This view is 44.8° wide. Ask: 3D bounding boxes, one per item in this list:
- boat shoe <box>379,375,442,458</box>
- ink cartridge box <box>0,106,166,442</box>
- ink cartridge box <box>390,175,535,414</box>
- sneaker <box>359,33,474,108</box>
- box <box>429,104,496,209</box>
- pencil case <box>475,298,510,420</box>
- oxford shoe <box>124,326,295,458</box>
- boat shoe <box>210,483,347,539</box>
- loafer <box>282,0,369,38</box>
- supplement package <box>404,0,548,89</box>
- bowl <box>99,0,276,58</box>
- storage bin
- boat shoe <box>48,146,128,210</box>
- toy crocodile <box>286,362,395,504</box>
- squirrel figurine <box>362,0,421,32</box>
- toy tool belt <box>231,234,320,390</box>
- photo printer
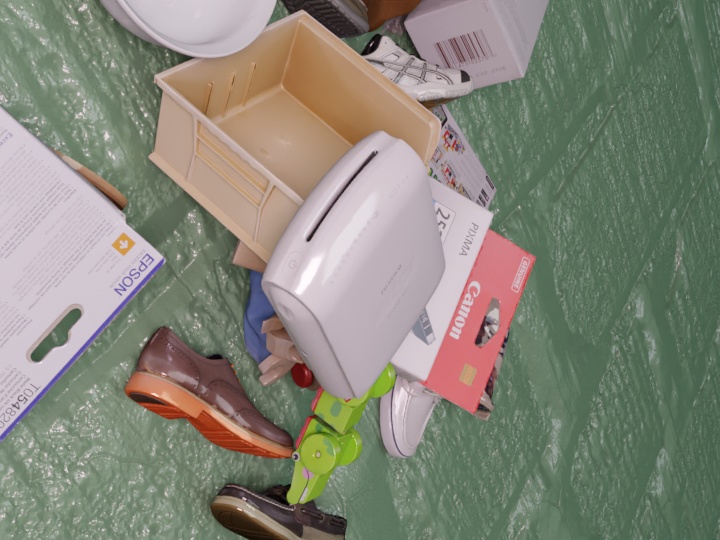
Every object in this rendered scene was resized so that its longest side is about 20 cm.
[{"bbox_3d":[0.078,0.126,1.054,0.072,0.065,0.203,33,66,-44],"label":"boat shoe"},{"bbox_3d":[-0.273,-0.001,0.618,0.200,0.041,0.200,-47,127,-6],"label":"ink cartridge box"},{"bbox_3d":[0.096,0.027,0.942,0.174,0.045,0.202,28,74,-13],"label":"ink cartridge box"},{"bbox_3d":[0.044,-0.225,0.986,0.197,0.075,0.089,-11,89,-31],"label":"sneaker"},{"bbox_3d":[0.099,-0.130,1.103,0.201,0.034,0.111,52,54,-35],"label":"box"},{"bbox_3d":[0.159,0.086,1.138,0.089,0.077,0.203,27,68,-24],"label":"pencil case"},{"bbox_3d":[-0.125,0.121,0.822,0.200,0.070,0.074,41,56,-40],"label":"oxford shoe"},{"bbox_3d":[-0.077,0.247,0.881,0.200,0.072,0.066,49,50,-48],"label":"boat shoe"},{"bbox_3d":[-0.056,-0.312,0.897,0.199,0.074,0.071,32,71,-44],"label":"loafer"},{"bbox_3d":[0.151,-0.330,1.081,0.118,0.115,0.202,54,44,-34],"label":"supplement package"},{"bbox_3d":[-0.169,-0.280,0.756,0.199,0.089,0.205,-1,91,-48],"label":"bowl"},{"bbox_3d":[-0.056,-0.119,0.806,0.198,0.094,0.200,40,47,13],"label":"storage bin"},{"bbox_3d":[-0.271,-0.074,0.658,0.199,0.070,0.071,32,71,-36],"label":"boat shoe"},{"bbox_3d":[-0.021,0.133,0.832,0.067,0.061,0.202,-6,124,-64],"label":"toy crocodile"},{"bbox_3d":[0.089,-0.369,0.955,0.185,0.199,0.144,-25,102,-23],"label":"squirrel figurine"},{"bbox_3d":[-0.075,0.044,0.853,0.122,0.124,0.203,-17,127,-35],"label":"toy tool belt"},{"bbox_3d":[0.000,-0.003,0.718,0.167,0.069,0.201,-54,153,-20],"label":"photo printer"}]
